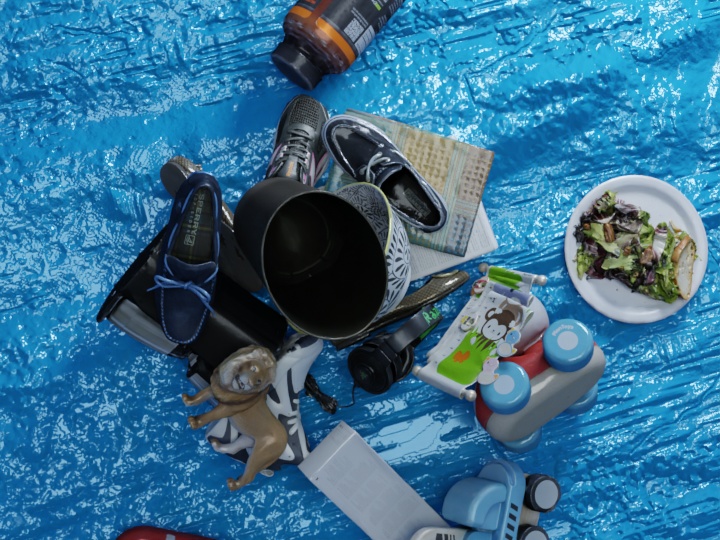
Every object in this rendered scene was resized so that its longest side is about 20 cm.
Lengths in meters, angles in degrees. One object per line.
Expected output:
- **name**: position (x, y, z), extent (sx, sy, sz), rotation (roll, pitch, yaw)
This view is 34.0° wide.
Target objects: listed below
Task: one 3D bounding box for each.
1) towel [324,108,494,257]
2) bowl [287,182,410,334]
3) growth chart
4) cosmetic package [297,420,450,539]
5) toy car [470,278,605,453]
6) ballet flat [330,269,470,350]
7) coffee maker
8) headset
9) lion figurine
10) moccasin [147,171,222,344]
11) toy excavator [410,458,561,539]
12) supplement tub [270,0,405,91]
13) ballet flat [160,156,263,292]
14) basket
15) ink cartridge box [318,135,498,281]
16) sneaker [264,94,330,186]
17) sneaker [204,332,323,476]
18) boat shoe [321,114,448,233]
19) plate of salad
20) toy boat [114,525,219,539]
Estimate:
- **towel**: position (0.057, -0.112, 1.513), extent (0.200, 0.022, 0.147), rotation (16, 95, 6)
- **bowl**: position (0.000, 0.000, 1.460), extent (0.094, 0.201, 0.201), rotation (27, 83, -35)
- **growth chart**: position (0.149, 0.073, 1.452), extent (0.018, 0.145, 0.200), rotation (48, 66, -29)
- **cosmetic package**: position (0.018, 0.284, 1.478), extent (0.083, 0.051, 0.200), rotation (-46, 115, -9)
- **toy car**: position (0.192, 0.099, 1.508), extent (0.177, 0.184, 0.200), rotation (-34, 60, -4)
- **ballet flat**: position (0.047, 0.042, 1.524), extent (0.200, 0.067, 0.046), rotation (-27, 82, -3)
- **coffee maker**: position (-0.188, 0.048, 1.430), extent (0.200, 0.192, 0.135), rotation (38, 43, -14)
- **headset**: position (0.016, 0.107, 1.492), extent (0.094, 0.124, 0.200), rotation (47, 108, 8)
- **lion figurine**: position (-0.132, 0.175, 1.402), extent (0.122, 0.072, 0.200), rotation (-24, 132, 0)
- **moccasin**: position (-0.198, -0.011, 1.329), extent (0.080, 0.068, 0.200), rotation (2, 100, -10)
- **toy excavator**: position (0.128, 0.325, 1.467), extent (0.200, 0.100, 0.195), rotation (16, 82, -25)
- **supplement tub**: position (-0.027, -0.327, 1.511), extent (0.107, 0.107, 0.200), rotation (40, 83, -3)
- **ballet flat**: position (-0.179, -0.062, 1.499), extent (0.200, 0.067, 0.046), rotation (53, 41, 1)
- **basket**: position (-0.070, -0.031, 1.366), extent (0.136, 0.200, 0.180), rotation (-30, 114, -9)
- **ink cartridge box**: position (0.060, -0.068, 1.548), extent (0.200, 0.050, 0.161), rotation (-21, 90, 11)
- **sneaker**: position (-0.083, -0.128, 1.498), extent (0.080, 0.086, 0.200), rotation (10, 85, 0)
- **sneaker**: position (-0.086, 0.178, 1.480), extent (0.130, 0.079, 0.199), rotation (41, 95, -11)
- **boat shoe**: position (0.029, -0.121, 1.471), extent (0.072, 0.068, 0.200), rotation (-44, 87, 7)
- **plate of salad**: position (0.372, -0.029, 1.573), extent (0.200, 0.048, 0.200), rotation (0, 87, -7)
- **toy boat**: position (-0.219, 0.391, 1.434), extent (0.200, 0.131, 0.131), rotation (12, 86, -6)
